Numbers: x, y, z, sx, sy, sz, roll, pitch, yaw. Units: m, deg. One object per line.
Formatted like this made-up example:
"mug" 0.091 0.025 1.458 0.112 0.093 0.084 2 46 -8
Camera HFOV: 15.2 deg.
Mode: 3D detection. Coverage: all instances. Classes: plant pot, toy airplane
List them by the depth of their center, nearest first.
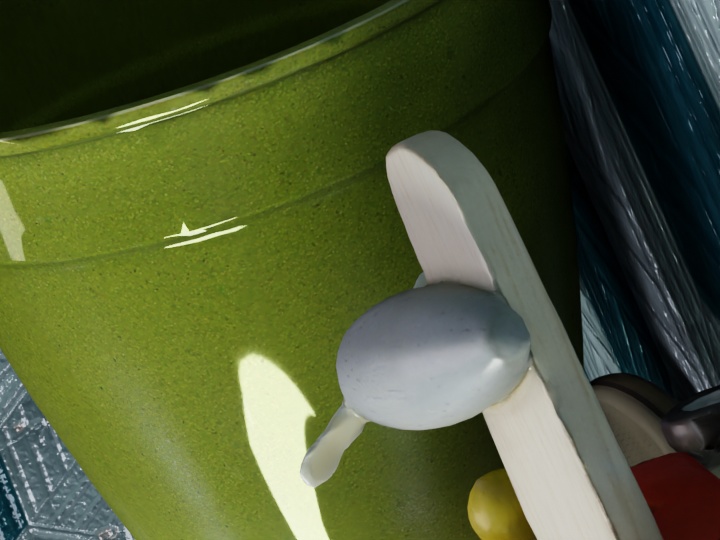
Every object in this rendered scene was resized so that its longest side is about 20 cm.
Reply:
"toy airplane" 0.059 0.092 0.634 0.199 0.141 0.200 69 178 -51
"plant pot" -0.018 0.006 0.786 0.200 0.200 0.193 -115 6 -69

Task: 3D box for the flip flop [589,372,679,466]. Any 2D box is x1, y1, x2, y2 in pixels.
"flip flop" 0.109 0.114 0.881 0.081 0.058 0.200 68 178 -52

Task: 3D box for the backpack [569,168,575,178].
"backpack" 0.000 0.000 0.967 0.168 0.162 0.200 -89 -11 -62
